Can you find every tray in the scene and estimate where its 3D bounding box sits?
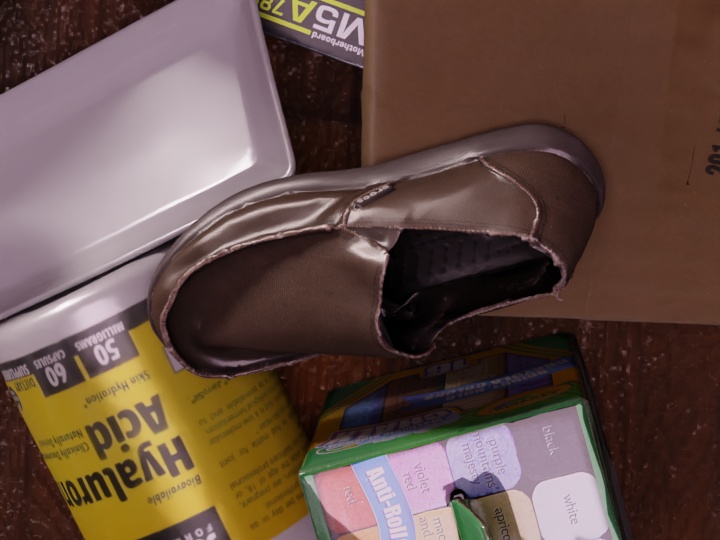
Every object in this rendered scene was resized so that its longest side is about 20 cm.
[{"bbox_3d":[-0.116,-0.047,0.960,0.200,0.022,0.108,-24,66,23],"label":"tray"}]

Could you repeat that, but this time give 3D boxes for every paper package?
[{"bbox_3d":[0.096,-0.082,0.893,0.190,0.104,0.200,2,129,3],"label":"paper package"}]

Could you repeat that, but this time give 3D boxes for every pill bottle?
[{"bbox_3d":[-0.076,0.092,0.968,0.111,0.111,0.200,-26,96,8],"label":"pill bottle"}]

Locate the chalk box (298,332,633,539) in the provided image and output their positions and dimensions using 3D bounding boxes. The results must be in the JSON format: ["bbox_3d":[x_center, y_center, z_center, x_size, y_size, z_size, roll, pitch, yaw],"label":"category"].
[{"bbox_3d":[0.050,0.114,0.915,0.124,0.200,0.125,-14,97,7],"label":"chalk box"}]

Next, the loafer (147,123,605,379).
[{"bbox_3d":[0.000,0.000,0.857,0.200,0.071,0.073,-21,124,21],"label":"loafer"}]

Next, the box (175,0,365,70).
[{"bbox_3d":[-0.052,-0.211,0.954,0.200,0.048,0.193,20,102,1],"label":"box"}]
